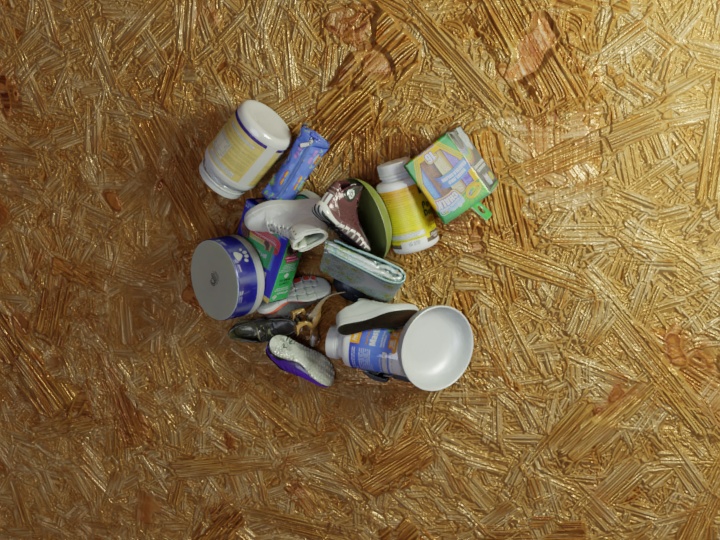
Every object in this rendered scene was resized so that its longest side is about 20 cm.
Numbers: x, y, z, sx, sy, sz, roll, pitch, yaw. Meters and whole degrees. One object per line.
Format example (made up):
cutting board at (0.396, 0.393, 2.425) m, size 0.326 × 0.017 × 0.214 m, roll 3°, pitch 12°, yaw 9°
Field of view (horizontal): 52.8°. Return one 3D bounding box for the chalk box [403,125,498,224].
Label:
chalk box at (0.209, -0.188, 1.557) m, size 0.124 × 0.124 × 0.201 m, roll -33°, pitch 94°, yaw 26°

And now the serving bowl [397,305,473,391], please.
serving bowl at (0.165, 0.176, 1.693) m, size 0.066 × 0.199 × 0.201 m, roll 17°, pitch 123°, yaw 62°

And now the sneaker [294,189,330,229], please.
sneaker at (-0.088, -0.117, 1.700) m, size 0.199 × 0.080 × 0.078 m, roll 24°, pitch 135°, yaw 23°

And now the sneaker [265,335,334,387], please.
sneaker at (-0.161, 0.240, 1.882) m, size 0.200 × 0.070 × 0.099 m, roll 35°, pitch 146°, yaw -10°

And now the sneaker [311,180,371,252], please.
sneaker at (-0.013, -0.126, 1.588) m, size 0.075 × 0.200 × 0.116 m, roll 23°, pitch 79°, yaw 39°

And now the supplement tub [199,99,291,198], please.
supplement tub at (-0.271, -0.278, 1.690) m, size 0.145 × 0.145 × 0.200 m, roll 46°, pitch 117°, yaw 0°

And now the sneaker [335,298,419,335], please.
sneaker at (0.038, 0.092, 1.722) m, size 0.199 × 0.085 × 0.073 m, roll -8°, pitch 137°, yaw 0°

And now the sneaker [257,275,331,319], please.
sneaker at (-0.161, 0.074, 1.829) m, size 0.199 × 0.077 × 0.082 m, roll -14°, pitch 142°, yaw 13°

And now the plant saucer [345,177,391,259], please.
plant saucer at (0.019, -0.118, 1.648) m, size 0.200 × 0.031 × 0.201 m, roll 50°, pitch 152°, yaw 39°

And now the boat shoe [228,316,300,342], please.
boat shoe at (-0.250, 0.158, 1.882) m, size 0.199 × 0.065 × 0.074 m, roll -11°, pitch 103°, yaw 22°

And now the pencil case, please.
pencil case at (-0.149, -0.233, 1.662) m, size 0.078 × 0.087 × 0.201 m, roll 33°, pitch 97°, yaw -2°

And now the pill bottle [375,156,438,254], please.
pill bottle at (0.100, -0.146, 1.620) m, size 0.109 × 0.109 × 0.201 m, roll -11°, pitch 105°, yaw 23°

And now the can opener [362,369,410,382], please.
can opener at (0.100, 0.255, 1.806) m, size 0.199 × 0.054 × 0.067 m, roll 12°, pitch 144°, yaw 15°

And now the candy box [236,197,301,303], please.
candy box at (-0.227, -0.051, 1.764) m, size 0.169 × 0.077 × 0.201 m, roll 36°, pitch 120°, yaw 31°

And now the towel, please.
towel at (0.000, 0.000, 1.681) m, size 0.199 × 0.171 × 0.048 m, roll 27°, pitch 73°, yaw 0°

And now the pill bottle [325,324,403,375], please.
pill bottle at (0.020, 0.185, 1.765) m, size 0.199 × 0.112 × 0.113 m, roll 7°, pitch 111°, yaw 19°

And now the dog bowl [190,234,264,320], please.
dog bowl at (-0.325, 0.017, 1.760) m, size 0.199 × 0.079 × 0.202 m, roll 12°, pitch 108°, yaw 43°

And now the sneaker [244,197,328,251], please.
sneaker at (-0.167, -0.095, 1.612) m, size 0.199 × 0.116 × 0.074 m, roll -9°, pitch 140°, yaw 8°

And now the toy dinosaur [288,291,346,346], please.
toy dinosaur at (-0.117, 0.110, 1.800) m, size 0.061 × 0.106 × 0.201 m, roll 57°, pitch 144°, yaw 32°

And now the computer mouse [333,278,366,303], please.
computer mouse at (0.012, 0.079, 1.775) m, size 0.200 × 0.034 × 0.059 m, roll 37°, pitch 116°, yaw 4°
